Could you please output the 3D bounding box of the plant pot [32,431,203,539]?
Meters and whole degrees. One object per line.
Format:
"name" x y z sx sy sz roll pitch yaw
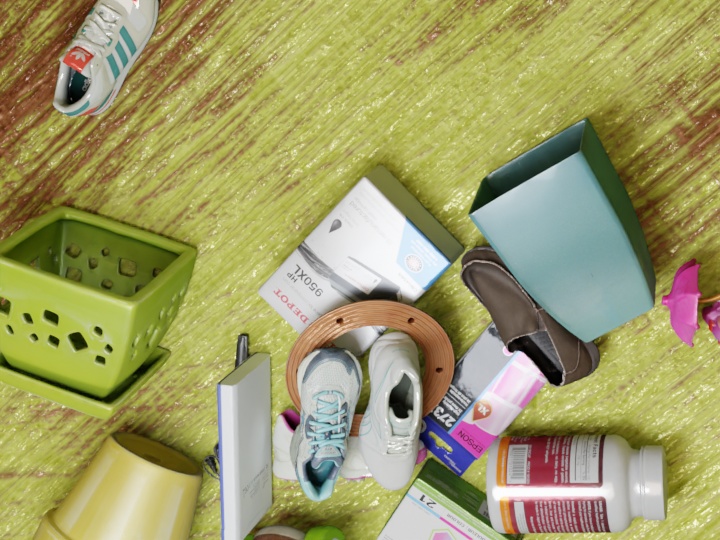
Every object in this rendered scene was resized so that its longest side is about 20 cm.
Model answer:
"plant pot" -0.294 0.313 1.835 0.200 0.201 0.190 24 93 9

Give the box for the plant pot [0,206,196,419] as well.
"plant pot" -0.332 0.056 1.776 0.198 0.200 0.182 17 115 11

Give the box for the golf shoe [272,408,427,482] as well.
"golf shoe" -0.018 0.209 1.784 0.199 0.075 0.092 -5 99 16

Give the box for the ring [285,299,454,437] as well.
"ring" 0.011 0.113 1.703 0.199 0.019 0.201 -4 124 -6

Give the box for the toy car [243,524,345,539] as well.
"toy car" -0.092 0.424 1.759 0.164 0.201 0.158 -13 133 36

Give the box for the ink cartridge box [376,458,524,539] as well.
"ink cartridge box" 0.088 0.357 1.786 0.148 0.076 0.200 33 109 6

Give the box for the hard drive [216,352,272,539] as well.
"hard drive" -0.140 0.216 1.787 0.025 0.132 0.201 4 105 16

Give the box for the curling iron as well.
"curling iron" -0.162 0.177 1.841 0.049 0.026 0.201 13 107 10

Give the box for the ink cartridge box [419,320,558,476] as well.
"ink cartridge box" 0.141 0.153 1.743 0.095 0.037 0.200 40 113 4

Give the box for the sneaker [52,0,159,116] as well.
"sneaker" -0.307 -0.268 1.737 0.070 0.093 0.200 32 110 6

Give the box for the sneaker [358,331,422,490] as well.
"sneaker" 0.037 0.175 1.677 0.070 0.080 0.201 -4 117 -8

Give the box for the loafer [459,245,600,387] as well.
"loafer" 0.186 0.053 1.663 0.200 0.071 0.073 43 137 8

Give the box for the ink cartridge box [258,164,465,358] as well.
"ink cartridge box" 0.000 0.000 1.718 0.145 0.084 0.200 45 111 1

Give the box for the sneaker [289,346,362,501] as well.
"sneaker" -0.035 0.179 1.677 0.077 0.086 0.201 0 124 -10

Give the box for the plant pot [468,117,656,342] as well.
"plant pot" 0.238 -0.035 1.618 0.141 0.141 0.200 -29 103 21

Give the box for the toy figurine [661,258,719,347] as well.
"toy figurine" 0.430 0.033 1.599 0.184 0.150 0.200 -25 120 34

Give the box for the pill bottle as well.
"pill bottle" 0.252 0.247 1.690 0.199 0.113 0.114 -2 103 15
